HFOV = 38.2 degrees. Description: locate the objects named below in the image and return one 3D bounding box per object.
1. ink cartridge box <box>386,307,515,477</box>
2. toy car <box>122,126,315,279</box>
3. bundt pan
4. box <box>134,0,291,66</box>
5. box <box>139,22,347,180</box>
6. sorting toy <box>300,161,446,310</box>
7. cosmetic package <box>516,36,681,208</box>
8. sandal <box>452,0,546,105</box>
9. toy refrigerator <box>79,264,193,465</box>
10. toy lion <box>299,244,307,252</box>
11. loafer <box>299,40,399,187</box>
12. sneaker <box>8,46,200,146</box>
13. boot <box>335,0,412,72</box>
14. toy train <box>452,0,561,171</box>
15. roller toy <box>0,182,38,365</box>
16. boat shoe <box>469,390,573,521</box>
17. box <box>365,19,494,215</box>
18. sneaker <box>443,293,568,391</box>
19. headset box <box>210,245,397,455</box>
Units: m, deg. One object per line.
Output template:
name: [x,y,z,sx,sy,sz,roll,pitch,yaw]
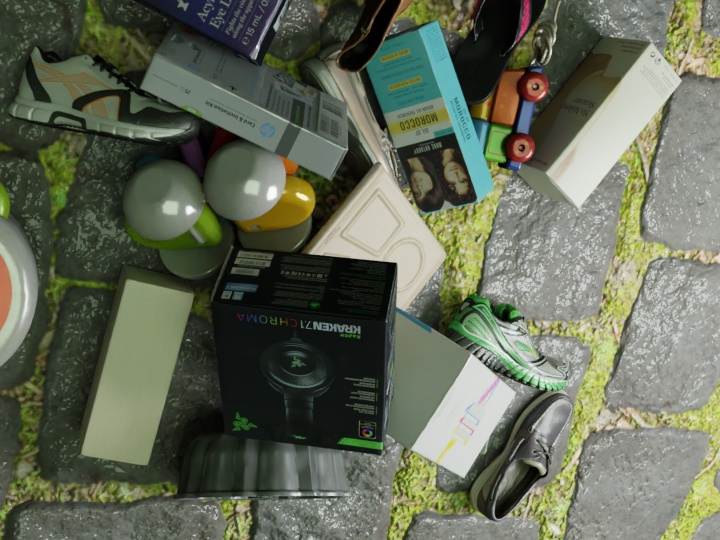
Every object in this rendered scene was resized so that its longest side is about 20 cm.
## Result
ink cartridge box: [0.082,0.147,1.227,0.126,0.128,0.200,-57,148,-4]
toy car: [-0.150,-0.090,1.077,0.198,0.175,0.151,-13,68,5]
bundt pan: [-0.109,0.220,1.175,0.200,0.202,0.076,6,75,-25]
box: [-0.154,-0.307,0.990,0.199,0.104,0.149,26,96,-6]
box: [-0.108,-0.172,1.031,0.199,0.156,0.041,26,112,-13]
sorting toy: [0.000,0.000,1.167,0.185,0.036,0.200,-51,139,-11]
cosmetic package: [0.279,-0.181,1.256,0.071,0.105,0.200,40,87,-27]
sandal: [0.157,-0.281,1.169,0.075,0.045,0.201,22,78,10]
toy refrigerator: [-0.247,0.103,1.138,0.075,0.070,0.202,13,100,-19]
toy lion: [-0.045,0.097,1.232,0.191,0.069,0.201,31,92,-35]
loafer: [0.006,-0.160,1.165,0.063,0.072,0.201,-37,114,-16]
sneaker: [-0.247,-0.168,1.006,0.198,0.074,0.081,13,91,12]
boot: [0.046,-0.309,1.032,0.068,0.200,0.188,38,125,-10]
toy train: [0.155,-0.225,1.210,0.115,0.085,0.202,11,98,-8]
roller toy: [-0.406,0.014,0.998,0.199,0.140,0.184,-27,104,-11]
boat shoe: [0.226,0.251,1.392,0.072,0.065,0.200,41,87,-27]
box: [0.075,-0.168,1.161,0.049,0.082,0.201,-41,114,-52]
sneaker: [0.198,0.095,1.324,0.199,0.078,0.086,29,85,-32]
headset box: [-0.053,0.088,1.060,0.173,0.093,0.201,7,129,6]
